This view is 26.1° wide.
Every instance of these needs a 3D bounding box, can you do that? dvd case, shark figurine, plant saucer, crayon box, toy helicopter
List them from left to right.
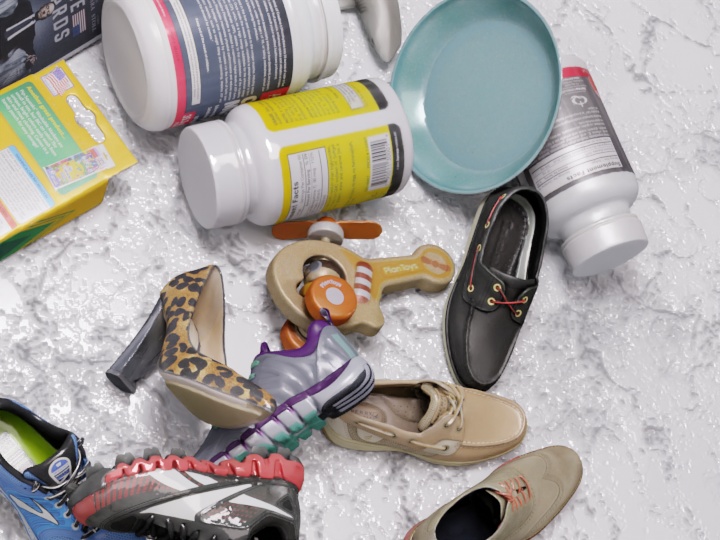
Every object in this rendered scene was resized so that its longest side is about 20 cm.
[{"bbox_3d":[-0.317,-0.088,1.389,0.199,0.052,0.126,-33,80,-27],"label":"crayon box"},{"bbox_3d":[-0.306,-0.230,1.401,0.200,0.151,0.025,-37,65,-28],"label":"dvd case"},{"bbox_3d":[-0.023,-0.323,1.574,0.214,0.090,0.129,35,59,-3],"label":"shark figurine"},{"bbox_3d":[0.000,0.000,1.456,0.199,0.079,0.133,-8,60,-33],"label":"toy helicopter"},{"bbox_3d":[0.117,-0.172,1.515,0.036,0.199,0.201,8,58,-54],"label":"plant saucer"}]

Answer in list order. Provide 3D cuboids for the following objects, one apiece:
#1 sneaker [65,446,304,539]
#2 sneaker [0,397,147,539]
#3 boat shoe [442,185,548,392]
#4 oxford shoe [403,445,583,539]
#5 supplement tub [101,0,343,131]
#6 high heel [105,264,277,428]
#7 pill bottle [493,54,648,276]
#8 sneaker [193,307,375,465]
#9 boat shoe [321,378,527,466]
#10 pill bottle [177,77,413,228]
[{"bbox_3d":[-0.133,0.195,1.237,0.199,0.071,0.099,2,58,-24],"label":"sneaker"},{"bbox_3d":[-0.248,0.182,1.268,0.200,0.089,0.079,44,61,-3],"label":"sneaker"},{"bbox_3d":[0.129,0.016,1.470,0.073,0.063,0.203,18,77,-18],"label":"boat shoe"},{"bbox_3d":[0.132,0.212,1.390,0.199,0.075,0.071,-30,78,-27],"label":"oxford shoe"},{"bbox_3d":[-0.131,-0.219,1.459,0.199,0.140,0.141,-17,73,-24],"label":"supplement tub"},{"bbox_3d":[-0.116,0.057,1.328,0.143,0.199,0.072,-53,133,-25],"label":"high heel"},{"bbox_3d":[0.208,-0.101,1.535,0.110,0.111,0.201,-13,72,-23],"label":"pill bottle"},{"bbox_3d":[-0.087,0.118,1.345,0.199,0.074,0.088,-33,69,-4],"label":"sneaker"},{"bbox_3d":[0.065,0.134,1.408,0.198,0.065,0.072,2,66,-17],"label":"boat shoe"},{"bbox_3d":[-0.061,-0.107,1.447,0.199,0.114,0.115,-14,72,-24],"label":"pill bottle"}]
